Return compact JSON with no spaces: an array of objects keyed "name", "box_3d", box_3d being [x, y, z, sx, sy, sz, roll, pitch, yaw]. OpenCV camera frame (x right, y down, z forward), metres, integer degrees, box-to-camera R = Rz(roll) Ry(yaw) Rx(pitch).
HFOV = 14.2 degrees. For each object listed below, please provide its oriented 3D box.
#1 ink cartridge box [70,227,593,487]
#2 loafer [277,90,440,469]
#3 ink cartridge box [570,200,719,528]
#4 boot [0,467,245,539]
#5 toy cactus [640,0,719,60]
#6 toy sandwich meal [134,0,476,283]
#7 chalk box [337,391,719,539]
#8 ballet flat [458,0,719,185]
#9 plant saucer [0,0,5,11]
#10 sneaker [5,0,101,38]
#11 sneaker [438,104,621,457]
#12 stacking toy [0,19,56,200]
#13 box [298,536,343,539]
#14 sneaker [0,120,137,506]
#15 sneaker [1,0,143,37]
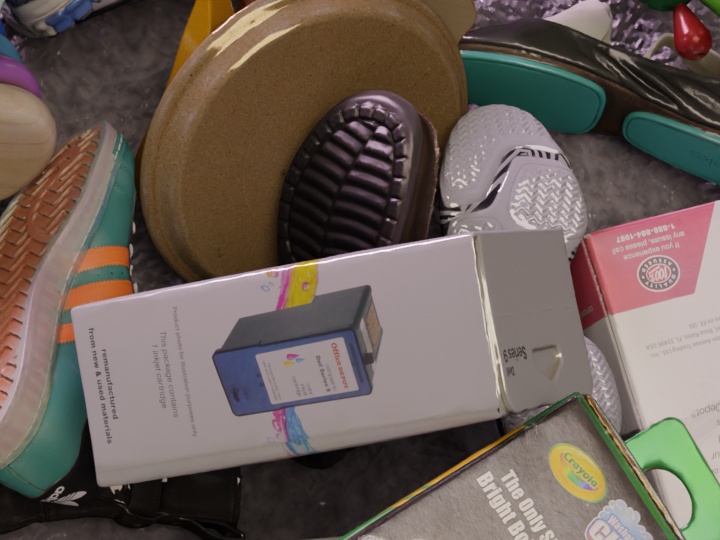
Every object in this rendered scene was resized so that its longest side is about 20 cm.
[{"name":"ink cartridge box","box_3d":[-0.010,0.038,1.329,0.200,0.145,0.088,-9,89,21]},{"name":"loafer","box_3d":[0.000,0.000,1.451,0.073,0.200,0.071,30,29,30]},{"name":"ink cartridge box","box_3d":[0.197,0.067,1.503,0.146,0.083,0.200,-13,81,-15]},{"name":"boot","box_3d":[-0.146,0.048,1.448,0.174,0.069,0.200,-6,81,-21]},{"name":"toy cactus","box_3d":[0.140,-0.163,1.504,0.165,0.102,0.200,-5,39,-13]},{"name":"toy sandwich meal","box_3d":[-0.033,-0.078,1.465,0.205,0.070,0.205,-17,127,-23]},{"name":"chalk box","box_3d":[0.072,0.140,1.282,0.200,0.124,0.124,-30,84,-18]},{"name":"ballet flat","box_3d":[0.137,-0.099,1.535,0.200,0.068,0.068,20,61,-4]},{"name":"plant saucer","box_3d":[-0.238,-0.146,1.386,0.036,0.200,0.200,22,72,-42]},{"name":"sneaker","box_3d":[-0.173,-0.218,1.447,0.077,0.085,0.200,-28,55,22]},{"name":"sneaker","box_3d":[0.074,0.023,1.473,0.075,0.115,0.200,-8,71,-14]},{"name":"stacking toy","box_3d":[-0.214,-0.130,1.436,0.085,0.085,0.200,-11,57,-15]},{"name":"box","box_3d":[-0.023,0.189,1.392,0.200,0.152,0.106,-4,79,-13]},{"name":"sneaker","box_3d":[-0.138,0.023,1.392,0.080,0.071,0.200,38,50,-32]},{"name":"sneaker","box_3d":[-0.082,-0.162,1.490,0.200,0.114,0.076,-30,51,16]}]
